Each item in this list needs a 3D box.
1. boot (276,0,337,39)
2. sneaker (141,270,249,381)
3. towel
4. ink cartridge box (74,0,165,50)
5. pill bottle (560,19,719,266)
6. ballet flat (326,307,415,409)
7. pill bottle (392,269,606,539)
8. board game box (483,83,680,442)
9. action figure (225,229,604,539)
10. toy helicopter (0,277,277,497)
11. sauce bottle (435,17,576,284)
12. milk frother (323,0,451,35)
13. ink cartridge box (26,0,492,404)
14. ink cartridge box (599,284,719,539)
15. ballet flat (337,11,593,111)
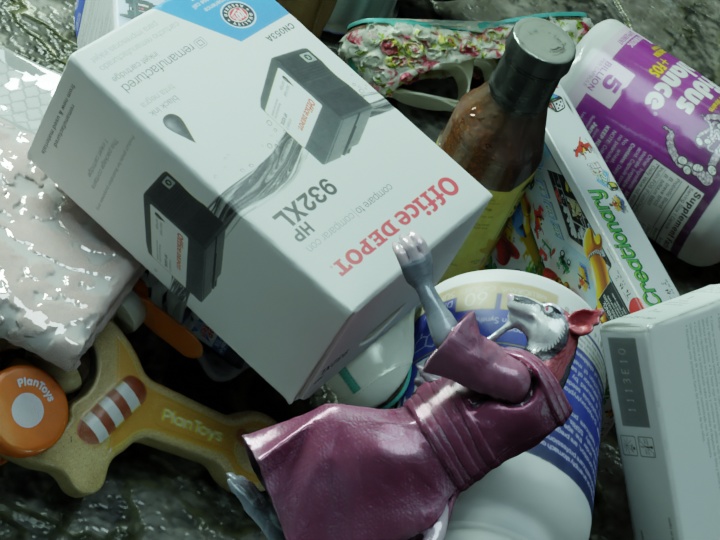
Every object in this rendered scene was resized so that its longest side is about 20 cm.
[{"bbox_3d":[-0.058,-0.173,1.262,0.066,0.200,0.175,31,44,7],"label":"boot"},{"bbox_3d":[-0.123,0.005,1.149,0.199,0.070,0.109,1,47,-28],"label":"sneaker"},{"bbox_3d":[-0.199,-0.051,1.082,0.199,0.032,0.191,26,43,5],"label":"towel"},{"bbox_3d":[-0.149,-0.138,1.247,0.042,0.120,0.201,4,47,-18],"label":"ink cartridge box"},{"bbox_3d":[0.219,-0.074,1.360,0.200,0.113,0.112,35,44,10],"label":"pill bottle"},{"bbox_3d":[0.000,0.000,1.164,0.069,0.070,0.200,17,35,-9],"label":"ballet flat"},{"bbox_3d":[0.071,0.109,1.110,0.119,0.120,0.201,18,47,-7],"label":"pill bottle"},{"bbox_3d":[0.123,-0.009,1.244,0.034,0.127,0.201,-3,50,-28],"label":"board game box"},{"bbox_3d":[0.040,0.082,0.974,0.200,0.134,0.149,-34,55,3],"label":"action figure"},{"bbox_3d":[-0.124,0.064,1.090,0.199,0.079,0.133,24,66,-25],"label":"toy helicopter"},{"bbox_3d":[0.076,-0.066,1.222,0.066,0.200,0.066,13,46,-14],"label":"sauce bottle"},{"bbox_3d":[0.024,-0.235,1.359,0.180,0.189,0.200,22,40,-3],"label":"milk frother"},{"bbox_3d":[-0.052,-0.050,1.068,0.200,0.084,0.145,42,44,9],"label":"ink cartridge box"},{"bbox_3d":[0.227,0.106,1.156,0.173,0.043,0.201,-16,100,-36],"label":"ink cartridge box"},{"bbox_3d":[0.076,-0.144,1.406,0.199,0.076,0.064,-6,82,-23],"label":"ballet flat"}]
